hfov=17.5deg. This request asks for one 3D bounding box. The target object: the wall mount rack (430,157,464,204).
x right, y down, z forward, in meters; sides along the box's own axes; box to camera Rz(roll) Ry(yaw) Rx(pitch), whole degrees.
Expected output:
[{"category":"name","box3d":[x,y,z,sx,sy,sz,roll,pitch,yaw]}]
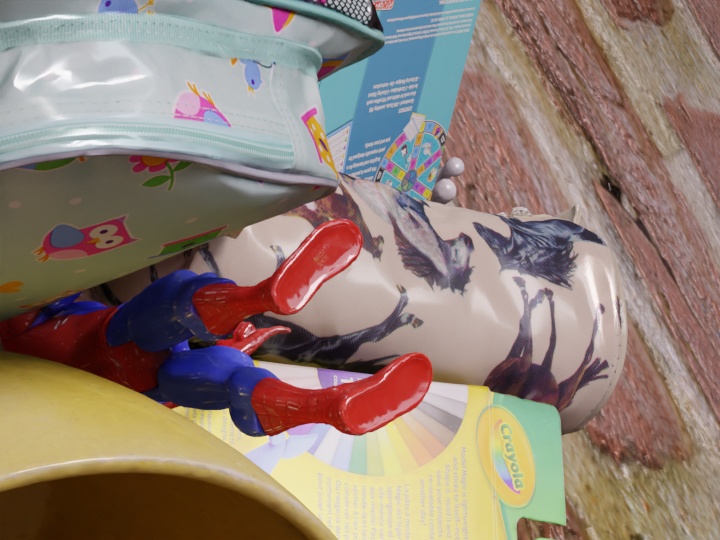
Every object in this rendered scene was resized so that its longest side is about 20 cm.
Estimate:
[{"category":"wall mount rack","box3d":[-0.011,-0.076,1.102,0.201,0.074,0.174,55,10,-3]}]

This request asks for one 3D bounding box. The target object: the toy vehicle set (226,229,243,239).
[{"category":"toy vehicle set","box3d":[-0.072,-0.118,0.795,0.124,0.027,0.201,23,54,-12]}]

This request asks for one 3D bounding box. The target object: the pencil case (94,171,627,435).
[{"category":"pencil case","box3d":[0.000,0.000,0.845,0.199,0.078,0.090,15,51,-31]}]

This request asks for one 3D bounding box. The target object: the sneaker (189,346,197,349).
[{"category":"sneaker","box3d":[-0.019,0.111,0.867,0.090,0.075,0.201,-16,80,-27]}]

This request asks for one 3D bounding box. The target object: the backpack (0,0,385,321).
[{"category":"backpack","box3d":[-0.106,-0.071,0.598,0.200,0.175,0.154,26,52,-56]}]

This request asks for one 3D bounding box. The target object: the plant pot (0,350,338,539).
[{"category":"plant pot","box3d":[-0.111,0.100,0.652,0.200,0.200,0.142,33,9,-39]}]

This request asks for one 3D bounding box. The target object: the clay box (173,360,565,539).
[{"category":"clay box","box3d":[-0.027,0.092,0.799,0.198,0.048,0.116,8,62,-16]}]

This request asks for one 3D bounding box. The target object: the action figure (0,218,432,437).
[{"category":"action figure","box3d":[-0.040,0.011,0.705,0.099,0.199,0.066,-36,106,-34]}]

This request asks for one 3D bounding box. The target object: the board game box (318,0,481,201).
[{"category":"board game box","box3d":[-0.018,-0.031,0.945,0.047,0.201,0.151,20,16,21]}]
